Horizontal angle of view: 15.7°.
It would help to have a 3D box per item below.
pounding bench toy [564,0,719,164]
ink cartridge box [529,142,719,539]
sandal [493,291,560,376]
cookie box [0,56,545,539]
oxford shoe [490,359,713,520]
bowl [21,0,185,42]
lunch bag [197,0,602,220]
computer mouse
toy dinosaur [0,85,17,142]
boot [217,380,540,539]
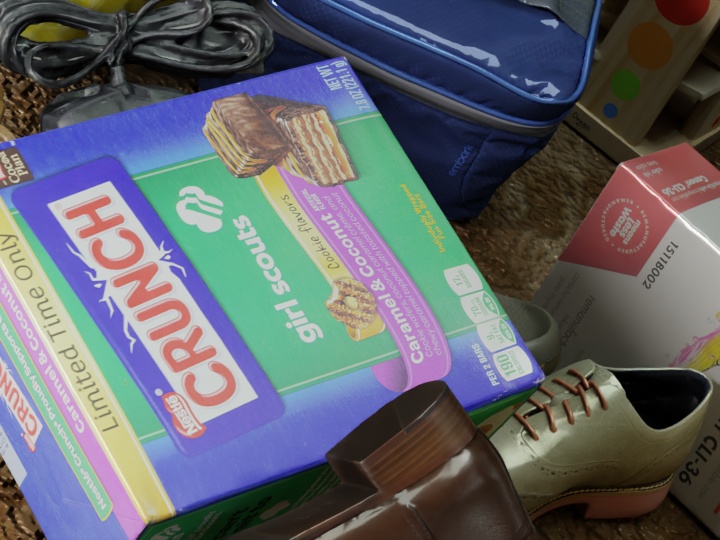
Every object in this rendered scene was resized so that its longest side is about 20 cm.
[{"bbox_3d":[0.153,-0.183,1.516,0.200,0.156,0.124,40,31,14],"label":"pounding bench toy"},{"bbox_3d":[0.181,0.049,1.239,0.200,0.117,0.067,43,33,20],"label":"ink cartridge box"},{"bbox_3d":[0.000,0.000,1.191,0.199,0.055,0.082,17,30,0],"label":"sandal"},{"bbox_3d":[-0.056,0.018,1.040,0.199,0.075,0.172,-18,67,-36],"label":"cookie box"},{"bbox_3d":[0.076,0.069,1.157,0.199,0.074,0.071,-4,46,-45],"label":"oxford shoe"},{"bbox_3d":[-0.109,-0.180,1.243,0.107,0.200,0.200,24,30,-28],"label":"bowl"},{"bbox_3d":[0.018,-0.136,1.316,0.199,0.132,0.136,23,49,-14],"label":"lunch bag"},{"bbox_3d":[-0.088,-0.028,1.139,0.138,0.053,0.201,0,61,-29],"label":"computer mouse"},{"bbox_3d":[-0.175,-0.028,1.108,0.200,0.060,0.106,32,56,7],"label":"toy dinosaur"},{"bbox_3d":[0.020,0.171,0.961,0.200,0.186,0.064,55,-8,-13],"label":"boot"}]
